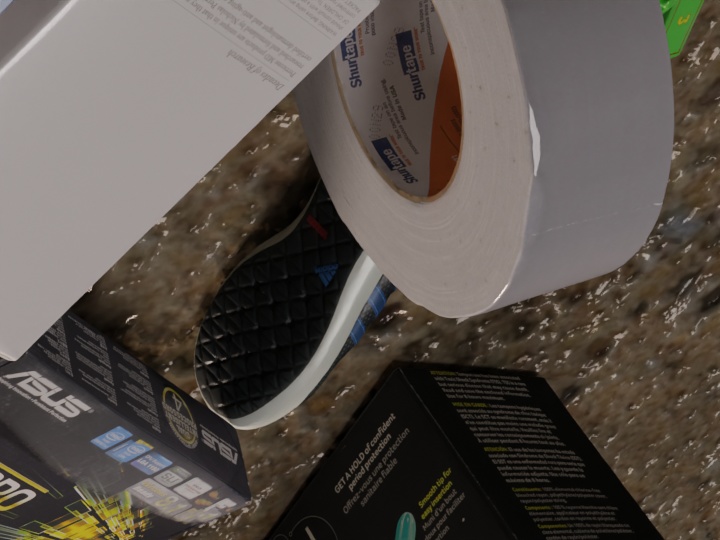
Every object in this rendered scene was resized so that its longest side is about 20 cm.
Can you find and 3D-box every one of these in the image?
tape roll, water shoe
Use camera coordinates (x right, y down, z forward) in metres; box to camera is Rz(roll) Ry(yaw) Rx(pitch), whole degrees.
[{"bbox_3d":[0.040,-0.086,0.955,0.066,0.201,0.201,-16,141,-24],"label":"tape roll"},{"bbox_3d":[0.000,0.000,1.136,0.079,0.072,0.200,5,131,-49],"label":"water shoe"}]

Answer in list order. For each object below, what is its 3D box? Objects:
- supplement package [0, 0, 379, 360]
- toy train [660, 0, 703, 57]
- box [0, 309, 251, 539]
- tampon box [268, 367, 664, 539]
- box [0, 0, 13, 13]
[{"bbox_3d":[-0.119,-0.088,0.887,0.200,0.121,0.120,-44,145,11],"label":"supplement package"},{"bbox_3d":[0.155,-0.174,1.092,0.056,0.042,0.200,-18,143,-39],"label":"toy train"},{"bbox_3d":[-0.165,0.084,1.080,0.161,0.049,0.200,-26,147,15],"label":"box"},{"bbox_3d":[0.070,0.174,1.286,0.126,0.200,0.150,7,129,-45],"label":"tampon box"},{"bbox_3d":[-0.231,-0.098,0.726,0.200,0.184,0.105,-41,147,9],"label":"box"}]
